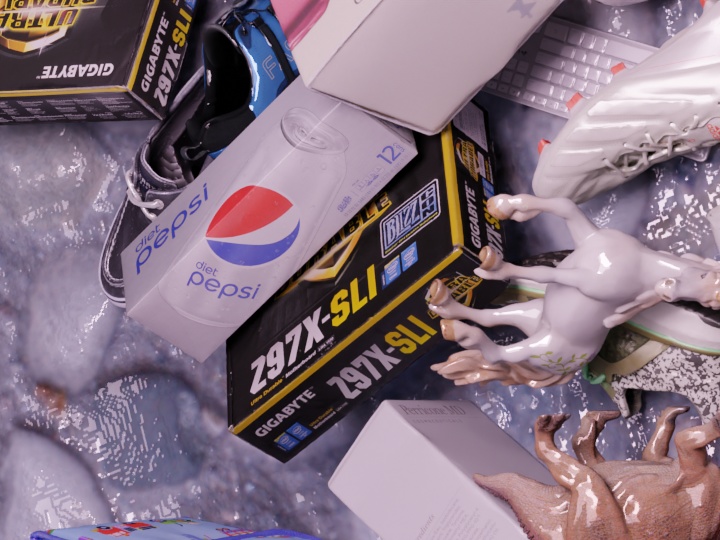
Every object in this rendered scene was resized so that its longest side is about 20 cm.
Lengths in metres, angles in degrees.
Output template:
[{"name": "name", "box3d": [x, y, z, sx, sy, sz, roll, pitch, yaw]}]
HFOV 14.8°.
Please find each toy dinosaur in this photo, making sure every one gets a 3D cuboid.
[{"name": "toy dinosaur", "box3d": [0.159, 0.145, 1.548, 0.199, 0.086, 0.136, -3, 88, 10]}]

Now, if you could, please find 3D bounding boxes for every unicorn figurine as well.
[{"name": "unicorn figurine", "box3d": [0.123, 0.013, 1.535, 0.200, 0.137, 0.074, 137, 146, -63]}]

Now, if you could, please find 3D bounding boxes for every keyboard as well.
[{"name": "keyboard", "box3d": [0.133, -0.119, 1.673, 0.200, 0.011, 0.056, 21, 100, 34]}]

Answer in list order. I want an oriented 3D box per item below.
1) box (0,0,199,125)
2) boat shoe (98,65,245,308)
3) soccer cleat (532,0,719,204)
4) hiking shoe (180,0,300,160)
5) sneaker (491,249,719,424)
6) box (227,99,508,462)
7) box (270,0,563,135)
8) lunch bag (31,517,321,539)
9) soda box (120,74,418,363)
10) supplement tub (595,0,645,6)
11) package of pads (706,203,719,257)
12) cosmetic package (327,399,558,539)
[{"name": "box", "box3d": [-0.197, -0.178, 1.853, 0.200, 0.049, 0.160, 1, 64, 36]}, {"name": "boat shoe", "box3d": [-0.123, -0.058, 1.815, 0.072, 0.068, 0.200, 49, 114, 26]}, {"name": "soccer cleat", "box3d": [0.183, -0.093, 1.593, 0.200, 0.069, 0.078, -41, 66, 18]}, {"name": "hiking shoe", "box3d": [-0.053, -0.151, 1.735, 0.074, 0.087, 0.200, -12, 62, 46]}, {"name": "sneaker", "box3d": [0.143, 0.043, 1.626, 0.200, 0.077, 0.089, 15, 108, 38]}, {"name": "box", "box3d": [0.000, 0.000, 1.683, 0.200, 0.049, 0.160, -39, 35, 28]}, {"name": "box", "box3d": [0.014, -0.202, 1.634, 0.128, 0.109, 0.200, -46, 46, 28]}, {"name": "lunch bag", "box3d": [-0.081, 0.204, 1.715, 0.200, 0.150, 0.094, -3, 88, 36]}, {"name": "soda box", "box3d": [-0.058, -0.039, 1.677, 0.200, 0.063, 0.068, -43, 30, 21]}, {"name": "supplement tub", "box3d": [0.134, -0.264, 1.611, 0.123, 0.122, 0.200, -42, 66, 26]}, {"name": "package of pads", "box3d": [0.301, 0.000, 1.499, 0.200, 0.068, 0.155, -23, 76, 23]}, {"name": "cosmetic package", "box3d": [0.087, 0.161, 1.638, 0.200, 0.102, 0.074, 43, 111, 28]}]
